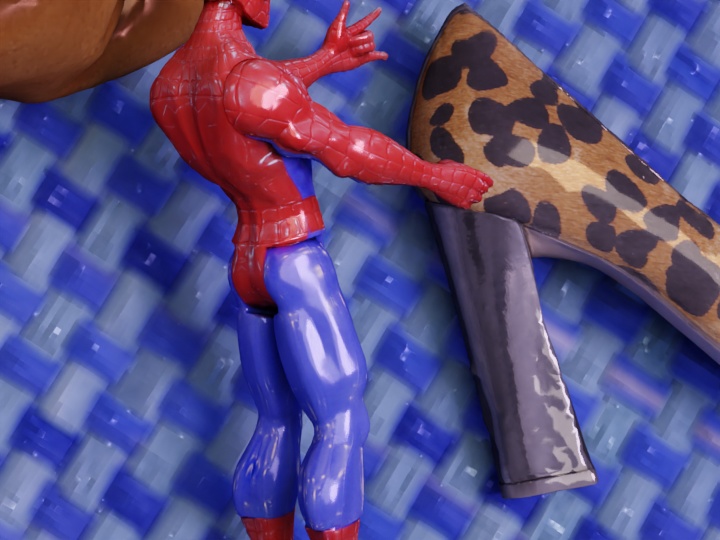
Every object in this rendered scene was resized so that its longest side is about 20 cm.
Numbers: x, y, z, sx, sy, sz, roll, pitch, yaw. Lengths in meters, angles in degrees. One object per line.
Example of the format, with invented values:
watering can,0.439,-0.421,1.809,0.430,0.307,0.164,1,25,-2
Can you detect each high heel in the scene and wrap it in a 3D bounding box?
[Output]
high heel,0.117,-0.025,0.842,0.199,0.071,0.143,-14,90,-6

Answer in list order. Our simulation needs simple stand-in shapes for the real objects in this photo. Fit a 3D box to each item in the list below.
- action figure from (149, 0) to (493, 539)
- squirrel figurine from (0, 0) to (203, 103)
action figure,0.000,0.000,0.800,0.099,0.065,0.201,-21,104,-33
squirrel figurine,-0.102,-0.122,0.729,0.200,0.187,0.142,-32,86,-35
